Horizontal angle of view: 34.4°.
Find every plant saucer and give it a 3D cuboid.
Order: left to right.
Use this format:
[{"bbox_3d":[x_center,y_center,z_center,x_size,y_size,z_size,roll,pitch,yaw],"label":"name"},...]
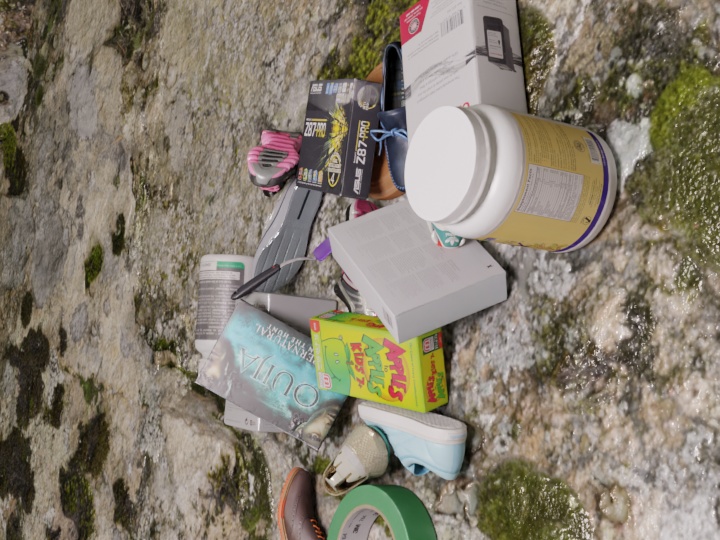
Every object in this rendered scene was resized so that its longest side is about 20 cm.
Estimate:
[{"bbox_3d":[0.036,-0.200,1.637,0.200,0.032,0.201,-18,69,55],"label":"plant saucer"}]

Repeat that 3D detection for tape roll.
[{"bbox_3d":[0.026,0.383,1.523,0.200,0.048,0.202,-17,69,54],"label":"tape roll"}]

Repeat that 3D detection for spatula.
[{"bbox_3d":[-0.103,-0.009,1.709,0.021,0.199,0.057,64,175,-22],"label":"spatula"}]

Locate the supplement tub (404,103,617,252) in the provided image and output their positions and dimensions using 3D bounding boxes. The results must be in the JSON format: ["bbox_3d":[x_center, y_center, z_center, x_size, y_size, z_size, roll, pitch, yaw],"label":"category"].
[{"bbox_3d":[0.163,-0.101,1.269,0.145,0.199,0.146,-16,70,55],"label":"supplement tub"}]

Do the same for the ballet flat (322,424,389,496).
[{"bbox_3d":[-0.009,0.260,1.533,0.068,0.062,0.200,49,157,12],"label":"ballet flat"}]

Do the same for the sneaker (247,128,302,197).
[{"bbox_3d":[-0.134,-0.152,1.803,0.200,0.079,0.096,-71,-5,-68],"label":"sneaker"}]

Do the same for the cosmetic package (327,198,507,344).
[{"bbox_3d":[0.068,-0.009,1.442,0.200,0.150,0.052,-127,19,-47],"label":"cosmetic package"}]

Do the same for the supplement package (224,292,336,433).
[{"bbox_3d":[-0.120,0.136,1.728,0.117,0.116,0.201,-1,82,59],"label":"supplement package"}]

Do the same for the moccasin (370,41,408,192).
[{"bbox_3d":[0.048,-0.202,1.534,0.080,0.068,0.201,-12,79,30],"label":"moccasin"}]

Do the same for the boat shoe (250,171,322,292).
[{"bbox_3d":[-0.114,-0.060,1.815,0.201,0.073,0.067,-61,23,12],"label":"boat shoe"}]

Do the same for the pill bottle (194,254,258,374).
[{"bbox_3d":[-0.209,0.079,1.878,0.113,0.113,0.201,-7,78,56],"label":"pill bottle"}]

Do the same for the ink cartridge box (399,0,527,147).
[{"bbox_3d":[0.126,-0.252,1.461,0.145,0.083,0.201,-24,65,52],"label":"ink cartridge box"}]

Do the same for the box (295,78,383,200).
[{"bbox_3d":[-0.032,-0.189,1.658,0.200,0.049,0.162,-157,76,-67],"label":"box"}]

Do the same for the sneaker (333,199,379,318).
[{"bbox_3d":[0.000,0.000,1.611,0.087,0.073,0.201,-28,66,44],"label":"sneaker"}]

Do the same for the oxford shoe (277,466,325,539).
[{"bbox_3d":[-0.075,0.383,1.676,0.072,0.071,0.201,-10,71,26],"label":"oxford shoe"}]

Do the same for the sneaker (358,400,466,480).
[{"bbox_3d":[0.058,0.217,1.482,0.200,0.074,0.082,13,101,59],"label":"sneaker"}]

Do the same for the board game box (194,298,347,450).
[{"bbox_3d":[-0.114,0.146,1.635,0.136,0.199,0.028,-62,-3,-3],"label":"board game box"}]

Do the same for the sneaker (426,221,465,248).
[{"bbox_3d":[0.100,-0.079,1.430,0.200,0.070,0.094,-103,16,-78],"label":"sneaker"}]

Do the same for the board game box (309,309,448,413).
[{"bbox_3d":[0.021,0.116,1.522,0.199,0.047,0.102,7,108,46],"label":"board game box"}]
